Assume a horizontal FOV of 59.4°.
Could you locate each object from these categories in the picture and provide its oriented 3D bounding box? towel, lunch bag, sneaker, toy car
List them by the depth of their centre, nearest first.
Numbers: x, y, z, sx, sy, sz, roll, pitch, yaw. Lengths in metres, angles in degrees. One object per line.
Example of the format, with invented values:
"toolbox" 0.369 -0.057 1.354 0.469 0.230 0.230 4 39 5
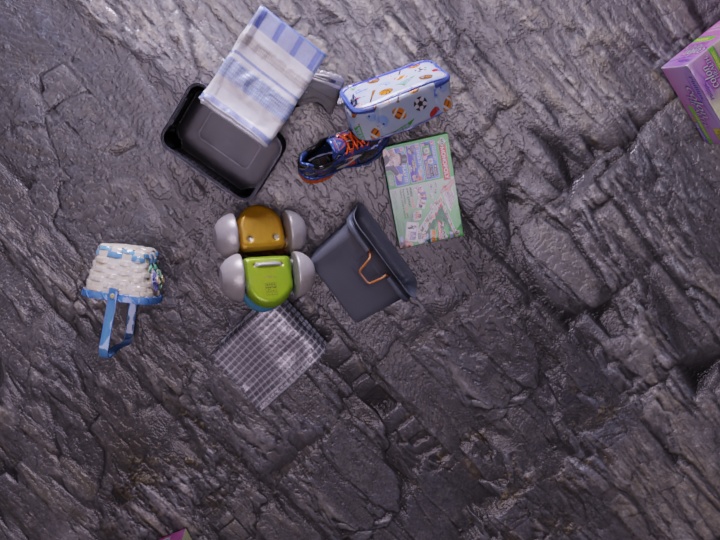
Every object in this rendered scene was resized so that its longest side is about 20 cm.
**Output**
"towel" -0.169 -0.336 1.099 0.146 0.024 0.202 34 92 -10
"lunch bag" 0.058 -0.309 1.128 0.196 0.161 0.077 -18 125 -3
"sneaker" -0.131 -0.334 1.156 0.195 0.075 0.084 9 103 -4
"sneaker" -0.031 -0.224 1.176 0.197 0.078 0.076 -29 82 5
"toy car" -0.187 -0.013 1.193 0.171 0.150 0.204 -4 64 -22
"towel" -0.186 0.167 1.278 0.200 0.086 0.166 -43 101 9

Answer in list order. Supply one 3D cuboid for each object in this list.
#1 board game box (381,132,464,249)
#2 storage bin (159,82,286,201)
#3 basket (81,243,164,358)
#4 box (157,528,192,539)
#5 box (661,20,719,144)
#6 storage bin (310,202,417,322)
"board game box" 0.121 -0.154 1.234 0.132 0.029 0.204 -11 104 0
"storage bin" -0.250 -0.238 1.169 0.198 0.094 0.136 34 101 -9
"basket" -0.449 0.053 1.196 0.136 0.176 0.204 13 93 -8
"box" -0.394 0.709 1.364 0.095 0.176 0.203 -23 105 4
"box" 0.696 -0.365 1.154 0.199 0.097 0.177 -39 102 7
"storage bin" 0.000 0.000 1.222 0.133 0.146 0.201 -35 103 18
